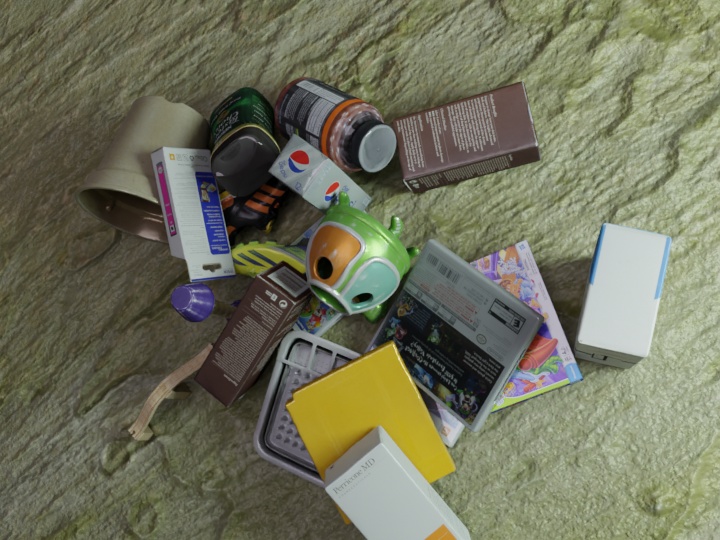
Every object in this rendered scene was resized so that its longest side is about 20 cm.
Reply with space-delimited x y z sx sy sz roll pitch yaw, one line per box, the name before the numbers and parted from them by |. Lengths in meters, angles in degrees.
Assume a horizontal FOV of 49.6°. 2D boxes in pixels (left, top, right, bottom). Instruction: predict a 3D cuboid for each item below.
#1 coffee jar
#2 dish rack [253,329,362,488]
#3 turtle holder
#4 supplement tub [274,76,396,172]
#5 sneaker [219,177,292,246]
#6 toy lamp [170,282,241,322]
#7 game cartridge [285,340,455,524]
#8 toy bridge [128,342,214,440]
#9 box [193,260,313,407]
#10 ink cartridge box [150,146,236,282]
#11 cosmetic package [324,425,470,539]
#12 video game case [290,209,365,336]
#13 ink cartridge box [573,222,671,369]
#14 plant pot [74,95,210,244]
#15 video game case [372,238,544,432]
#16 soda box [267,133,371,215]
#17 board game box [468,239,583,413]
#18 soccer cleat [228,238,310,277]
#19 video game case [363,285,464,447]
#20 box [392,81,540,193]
coffee jar | -0.179 -0.198 1.195 0.104 0.085 0.201 -37 33 13
dish rack | -0.057 0.202 1.140 0.170 0.043 0.202 20 95 19
turtle holder | -0.009 -0.007 1.092 0.140 0.186 0.132 32 74 6
supplement tub | -0.036 -0.213 1.166 0.199 0.107 0.107 35 91 41
sneaker | -0.145 -0.109 1.236 0.199 0.070 0.091 -25 88 11
toy lamp | -0.215 0.055 1.147 0.058 0.200 0.059 -4 78 17
game cartridge | 0.012 0.224 1.080 0.175 0.032 0.202 -26 94 2
toy bridge | -0.290 0.186 1.215 0.200 0.067 0.027 -46 70 4
box | -0.152 0.091 1.139 0.075 0.100 0.201 35 109 6
ink cartridge box | -0.246 -0.082 1.155 0.037 0.094 0.202 -18 83 35
cosmetic package | 0.052 0.321 1.039 0.101 0.071 0.200 -40 96 4
video game case | -0.049 -0.002 1.204 0.200 0.018 0.144 -41 71 6
ink cartridge box | 0.325 0.039 0.985 0.083 0.200 0.148 12 83 16
plant pot | -0.327 -0.166 1.246 0.198 0.201 0.185 7 70 18
video game case | 0.126 0.085 1.062 0.200 0.023 0.183 38 110 31
soda box | -0.053 -0.121 1.113 0.068 0.200 0.064 36 92 21
board game box | 0.205 0.078 1.071 0.133 0.045 0.202 -23 74 13
soccer cleat | -0.124 -0.003 1.184 0.198 0.065 0.085 -2 81 16
video game case | 0.107 0.120 1.129 0.181 0.023 0.201 31 89 20
box | 0.155 -0.192 1.143 0.198 0.075 0.101 -13 75 16
